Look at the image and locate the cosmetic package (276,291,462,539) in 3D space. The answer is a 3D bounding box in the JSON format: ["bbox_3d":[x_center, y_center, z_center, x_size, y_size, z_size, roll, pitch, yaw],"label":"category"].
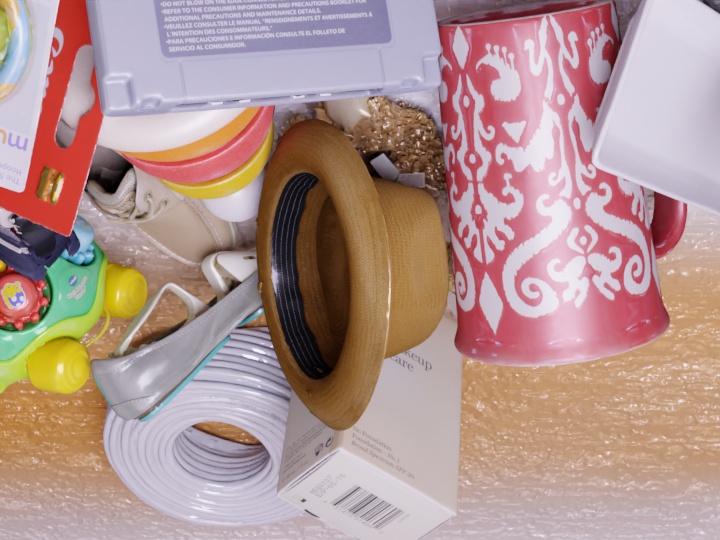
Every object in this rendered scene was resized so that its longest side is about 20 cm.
[{"bbox_3d":[0.011,0.085,1.038,0.103,0.200,0.073,32,130,-24],"label":"cosmetic package"}]

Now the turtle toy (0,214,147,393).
[{"bbox_3d":[-0.249,0.023,1.015,0.146,0.200,0.101,8,134,27],"label":"turtle toy"}]

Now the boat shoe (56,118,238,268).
[{"bbox_3d":[-0.160,-0.060,1.010,0.072,0.065,0.200,-23,127,26],"label":"boat shoe"}]

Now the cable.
[{"bbox_3d":[-0.103,0.129,1.182,0.200,0.069,0.200,0,134,7],"label":"cable"}]

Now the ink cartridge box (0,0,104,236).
[{"bbox_3d":[-0.237,-0.124,0.865,0.200,0.047,0.160,22,100,23],"label":"ink cartridge box"}]

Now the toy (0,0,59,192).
[{"bbox_3d":[-0.225,-0.146,0.807,0.115,0.047,0.200,19,110,8],"label":"toy"}]

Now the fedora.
[{"bbox_3d":[0.000,0.000,0.926,0.082,0.201,0.201,-9,139,-24],"label":"fedora"}]

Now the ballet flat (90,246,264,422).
[{"bbox_3d":[-0.100,0.023,1.025,0.064,0.200,0.067,53,154,-7],"label":"ballet flat"}]

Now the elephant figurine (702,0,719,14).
[{"bbox_3d":[0.223,-0.214,0.798,0.200,0.155,0.142,26,93,-37],"label":"elephant figurine"}]

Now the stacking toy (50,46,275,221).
[{"bbox_3d":[-0.101,-0.096,0.954,0.146,0.146,0.200,-5,152,11],"label":"stacking toy"}]

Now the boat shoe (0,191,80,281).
[{"bbox_3d":[-0.260,-0.071,0.963,0.200,0.075,0.093,42,156,23],"label":"boat shoe"}]

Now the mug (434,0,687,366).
[{"bbox_3d":[0.117,-0.063,0.917,0.133,0.178,0.200,-3,105,24],"label":"mug"}]

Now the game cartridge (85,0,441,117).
[{"bbox_3d":[-0.056,-0.160,0.837,0.200,0.133,0.041,-7,180,-22],"label":"game cartridge"}]

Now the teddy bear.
[{"bbox_3d":[0.038,-0.059,0.999,0.200,0.067,0.145,19,120,-7],"label":"teddy bear"}]

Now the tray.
[{"bbox_3d":[0.195,-0.095,0.876,0.022,0.108,0.200,21,-175,39],"label":"tray"}]
